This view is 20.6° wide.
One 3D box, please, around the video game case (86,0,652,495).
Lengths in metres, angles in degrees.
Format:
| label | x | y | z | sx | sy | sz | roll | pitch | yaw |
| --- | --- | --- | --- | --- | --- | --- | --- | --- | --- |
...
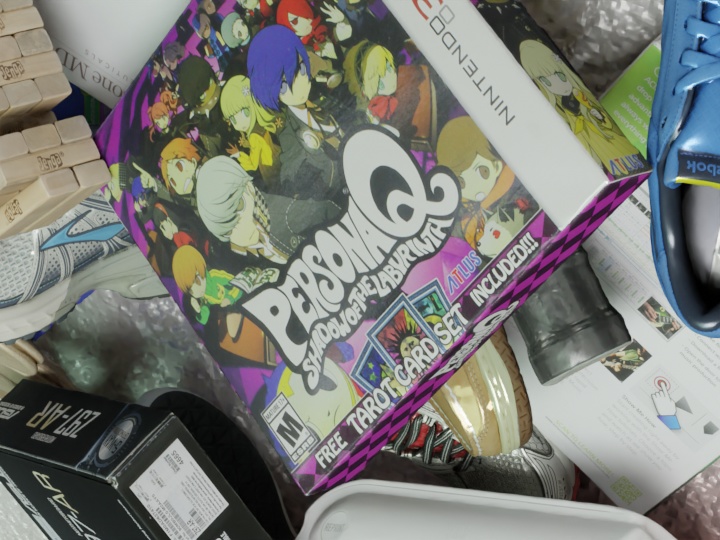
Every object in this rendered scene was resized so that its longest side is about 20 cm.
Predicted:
| label | x | y | z | sx | sy | sz | roll | pitch | yaw |
| --- | --- | --- | --- | --- | --- | --- | --- | --- | --- |
| video game case | -0.008 | -0.041 | 0.769 | 0.200 | 0.036 | 0.181 | -47 | 69 | 35 |

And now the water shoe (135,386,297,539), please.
| label | x | y | z | sx | sy | sz | roll | pitch | yaw |
| --- | --- | --- | --- | --- | --- | --- | --- | --- | --- |
| water shoe | -0.072 | 0.155 | 1.057 | 0.079 | 0.071 | 0.200 | -27 | 101 | 47 |

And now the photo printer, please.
| label | x | y | z | sx | sy | sz | roll | pitch | yaw |
| --- | --- | --- | --- | --- | --- | --- | --- | --- | --- |
| photo printer | 0.075 | 0.161 | 0.910 | 0.200 | 0.070 | 0.166 | 0 | 148 | 43 |

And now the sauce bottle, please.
| label | x | y | z | sx | sy | sz | roll | pitch | yaw |
| --- | --- | --- | --- | --- | --- | --- | --- | --- | --- |
| sauce bottle | 0.047 | -0.052 | 0.791 | 0.065 | 0.065 | 0.200 | -34 | 81 | 45 |

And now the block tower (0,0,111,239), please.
| label | x | y | z | sx | sy | sz | roll | pitch | yaw |
| --- | --- | --- | --- | --- | --- | --- | --- | --- | --- |
| block tower | -0.176 | -0.114 | 0.828 | 0.058 | 0.054 | 0.200 | -29 | 84 | 43 |

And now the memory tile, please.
| label | x | y | z | sx | sy | sz | roll | pitch | yaw |
| --- | --- | --- | --- | --- | --- | --- | --- | --- | --- |
| memory tile | -0.203 | 0.040 | 1.042 | 0.153 | 0.017 | 0.200 | 24 | 165 | 21 |

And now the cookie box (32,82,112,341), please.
| label | x | y | z | sx | sy | sz | roll | pitch | yaw |
| --- | --- | --- | --- | --- | --- | --- | --- | --- | --- |
| cookie box | -0.224 | -0.081 | 1.000 | 0.200 | 0.075 | 0.172 | 26 | 133 | 20 |

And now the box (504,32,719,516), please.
| label | x | y | z | sx | sy | sz | roll | pitch | yaw |
| --- | --- | --- | --- | --- | --- | --- | --- | --- | --- |
| box | 0.126 | 0.006 | 0.830 | 0.144 | 0.036 | 0.200 | 44 | 137 | 2 |

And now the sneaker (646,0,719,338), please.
| label | x | y | z | sx | sy | sz | roll | pitch | yaw |
| --- | --- | --- | --- | --- | --- | --- | --- | --- | --- |
| sneaker | 0.137 | -0.073 | 0.706 | 0.066 | 0.078 | 0.201 | 6 | 106 | 19 |

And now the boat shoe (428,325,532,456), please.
| label | x | y | z | sx | sy | sz | roll | pitch | yaw |
| --- | --- | --- | --- | --- | --- | --- | --- | --- | --- |
| boat shoe | 0.000 | 0.000 | 0.841 | 0.200 | 0.076 | 0.072 | 60 | 167 | 23 |

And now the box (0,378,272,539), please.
| label | x | y | z | sx | sy | sz | roll | pitch | yaw |
| --- | --- | --- | --- | --- | --- | --- | --- | --- | --- |
| box | -0.085 | 0.144 | 0.942 | 0.160 | 0.044 | 0.200 | 5 | 135 | 55 |

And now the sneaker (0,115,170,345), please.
| label | x | y | z | sx | sy | sz | roll | pitch | yaw |
| --- | --- | --- | --- | --- | --- | --- | --- | --- | --- |
| sneaker | -0.146 | -0.027 | 0.906 | 0.078 | 0.200 | 0.087 | 26 | 122 | 42 |

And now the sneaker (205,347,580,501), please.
| label | x | y | z | sx | sy | sz | roll | pitch | yaw |
| --- | --- | --- | --- | --- | --- | --- | --- | --- | --- |
| sneaker | 0.010 | 0.062 | 0.920 | 0.200 | 0.082 | 0.078 | 34 | 134 | 8 |

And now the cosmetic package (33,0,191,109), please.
| label | x | y | z | sx | sy | sz | roll | pitch | yaw |
| --- | --- | --- | --- | --- | --- | --- | --- | --- | --- |
| cosmetic package | -0.075 | -0.158 | 0.837 | 0.102 | 0.074 | 0.200 | 33 | 133 | 14 |
